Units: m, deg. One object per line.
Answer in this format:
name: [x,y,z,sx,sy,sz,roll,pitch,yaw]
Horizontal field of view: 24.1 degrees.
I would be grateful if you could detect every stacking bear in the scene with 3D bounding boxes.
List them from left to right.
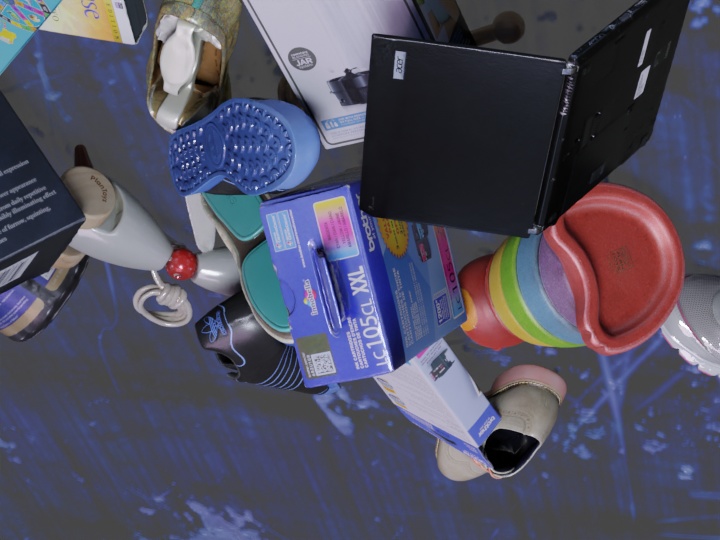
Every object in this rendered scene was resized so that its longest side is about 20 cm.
stacking bear: [0.141,0.011,1.279,0.200,0.113,0.122,-22,87,58]

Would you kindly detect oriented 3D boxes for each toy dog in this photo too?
toy dog: [-0.180,-0.043,1.399,0.132,0.097,0.200,-21,142,35]

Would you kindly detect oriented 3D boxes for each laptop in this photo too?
laptop: [0.107,-0.116,1.094,0.103,0.200,0.178,39,152,22]

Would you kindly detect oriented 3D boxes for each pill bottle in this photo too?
pill bottle: [-0.341,-0.036,1.445,0.200,0.112,0.112,38,142,-24]

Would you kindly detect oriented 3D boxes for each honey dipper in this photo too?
honey dipper: [0.030,-0.146,1.185,0.199,0.038,0.038,-14,134,33]

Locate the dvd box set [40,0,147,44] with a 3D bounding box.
dvd box set: [-0.259,-0.235,1.204,0.199,0.029,0.147,11,145,13]

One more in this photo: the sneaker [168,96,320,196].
sneaker: [-0.066,-0.088,1.190,0.078,0.071,0.200,-11,-174,-29]

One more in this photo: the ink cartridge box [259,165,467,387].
ink cartridge box: [0.000,0.000,1.211,0.076,0.200,0.137,-12,97,25]

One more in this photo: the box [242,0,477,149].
box: [-0.011,-0.182,1.097,0.116,0.060,0.200,-8,128,28]

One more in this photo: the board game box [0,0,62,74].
board game box: [-0.274,-0.224,1.156,0.151,0.047,0.200,34,143,-18]

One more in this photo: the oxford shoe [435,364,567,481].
oxford shoe: [0.114,0.154,1.513,0.071,0.074,0.200,24,146,-8]

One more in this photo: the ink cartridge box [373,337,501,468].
ink cartridge box: [0.045,0.082,1.442,0.119,0.042,0.200,24,155,48]

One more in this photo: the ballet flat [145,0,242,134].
ballet flat: [-0.128,-0.143,1.235,0.070,0.071,0.200,19,146,0]

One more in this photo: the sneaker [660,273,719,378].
sneaker: [0.320,0.035,1.255,0.199,0.082,0.088,12,144,-3]

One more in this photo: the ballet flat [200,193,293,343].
ballet flat: [-0.065,-0.012,1.306,0.067,0.200,0.062,-34,140,7]

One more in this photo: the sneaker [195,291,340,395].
sneaker: [-0.076,0.065,1.432,0.078,0.070,0.200,-21,154,7]

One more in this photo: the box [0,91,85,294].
box: [-0.336,-0.070,1.293,0.200,0.148,0.107,56,143,5]
